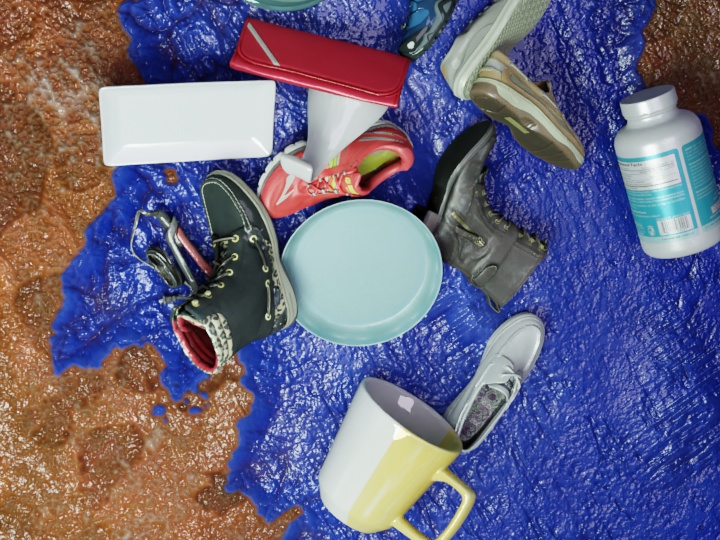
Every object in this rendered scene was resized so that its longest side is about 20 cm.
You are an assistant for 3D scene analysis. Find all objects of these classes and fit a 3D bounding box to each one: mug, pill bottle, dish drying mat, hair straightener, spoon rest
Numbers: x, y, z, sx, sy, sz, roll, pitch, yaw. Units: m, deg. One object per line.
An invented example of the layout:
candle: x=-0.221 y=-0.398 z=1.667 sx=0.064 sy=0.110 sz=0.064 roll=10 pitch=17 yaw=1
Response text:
mug: x=0.031 y=0.245 z=1.429 sx=0.148 sy=0.187 sz=0.154 roll=27 pitch=103 yaw=-32
pill bottle: x=0.385 y=-0.126 z=1.473 sx=0.110 sy=0.111 sz=0.202 roll=-21 pitch=105 yaw=-9
dish drying mat: x=-0.045 y=-0.239 z=1.343 sx=0.197 sy=0.018 sz=0.077 roll=14 pitch=57 yaw=3
hair straightener: x=-0.209 y=0.012 z=1.384 sx=0.077 sy=0.041 sz=0.201 roll=-37 pitch=113 yaw=-4
spoon rest: x=-0.033 y=-0.175 z=1.351 sx=0.098 sy=0.061 sz=0.201 roll=25 pitch=57 yaw=9

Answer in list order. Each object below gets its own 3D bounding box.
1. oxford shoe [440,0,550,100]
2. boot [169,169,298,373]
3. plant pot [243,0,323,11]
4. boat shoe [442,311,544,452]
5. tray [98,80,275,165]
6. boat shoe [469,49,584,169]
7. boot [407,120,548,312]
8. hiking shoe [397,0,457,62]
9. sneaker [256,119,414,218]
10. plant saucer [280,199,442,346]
oxford shoe: x=0.165 y=-0.297 z=1.411 sx=0.201 sy=0.058 sz=0.075 roll=-51 pitch=149 yaw=-1
boot: x=-0.159 y=0.001 z=1.336 sx=0.153 sy=0.073 sz=0.206 roll=-37 pitch=109 yaw=-48
plant pot: x=-0.069 y=-0.383 z=1.263 sx=0.197 sy=0.196 sz=0.203 roll=-3 pitch=102 yaw=-13
boat shoe: x=0.173 y=0.144 z=1.495 sx=0.072 sy=0.069 sz=0.200 roll=41 pitch=89 yaw=-18
tray: x=-0.198 y=-0.174 z=1.346 sx=0.197 sy=0.022 sz=0.108 roll=-5 pitch=132 yaw=-13
boat shoe: x=0.216 y=-0.196 z=1.423 sx=0.199 sy=0.071 sz=0.077 roll=34 pitch=73 yaw=-41
boot: x=0.163 y=-0.066 z=1.456 sx=0.173 sy=0.069 sz=0.201 roll=27 pitch=104 yaw=-18
hiking shoe: x=0.077 y=-0.345 z=1.379 sx=0.086 sy=0.074 sz=0.202 roll=23 pitch=85 yaw=-9
sneaker: x=-0.029 y=-0.114 z=1.374 sx=0.198 sy=0.085 sz=0.078 roll=-27 pitch=131 yaw=-7
plant saucer: x=0.000 y=0.000 z=1.417 sx=0.197 sy=0.028 sz=0.202 roll=-2 pitch=119 yaw=-3
